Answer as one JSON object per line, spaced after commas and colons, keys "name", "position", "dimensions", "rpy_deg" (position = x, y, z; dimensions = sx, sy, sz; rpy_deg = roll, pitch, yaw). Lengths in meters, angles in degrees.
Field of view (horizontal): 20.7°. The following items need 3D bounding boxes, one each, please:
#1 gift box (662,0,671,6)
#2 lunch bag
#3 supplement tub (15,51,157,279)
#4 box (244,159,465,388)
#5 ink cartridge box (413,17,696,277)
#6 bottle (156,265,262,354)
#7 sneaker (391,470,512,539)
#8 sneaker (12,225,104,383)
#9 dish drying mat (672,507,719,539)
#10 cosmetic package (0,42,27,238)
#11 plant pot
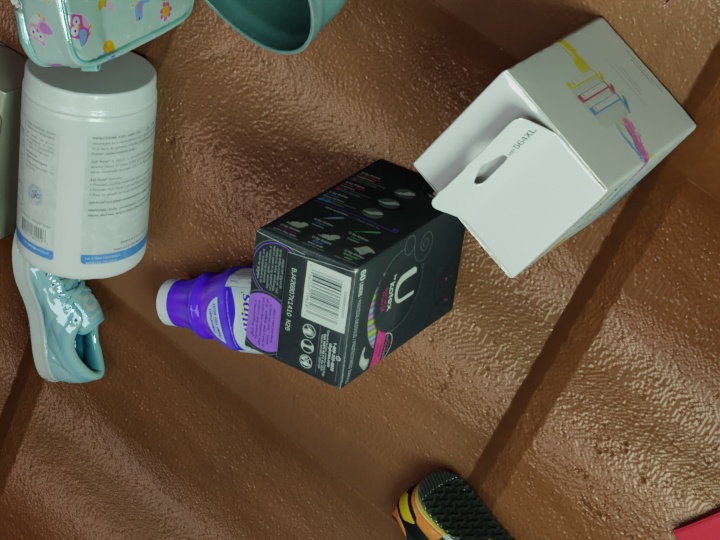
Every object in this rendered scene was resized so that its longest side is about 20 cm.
{"name": "gift box", "position": [0.262, -0.314, 1.422], "dimensions": [0.187, 0.200, 0.185], "rpy_deg": [49, 134, 4]}
{"name": "lunch bag", "position": [-0.236, -0.270, 1.776], "dimensions": [0.077, 0.200, 0.161], "rpy_deg": [10, 117, 33]}
{"name": "supplement tub", "position": [-0.267, -0.105, 1.915], "dimensions": [0.131, 0.132, 0.201], "rpy_deg": [23, 121, 24]}
{"name": "box", "position": [0.000, 0.000, 1.733], "dimensions": [0.106, 0.200, 0.123], "rpy_deg": [22, 122, 24]}
{"name": "ink cartridge box", "position": [0.152, -0.096, 1.586], "dimensions": [0.125, 0.200, 0.129], "rpy_deg": [49, 129, 6]}
{"name": "bottle", "position": [-0.108, 0.037, 1.911], "dimensions": [0.199, 0.065, 0.084], "rpy_deg": [5, 114, 33]}
{"name": "sneaker", "position": [0.106, 0.287, 1.883], "dimensions": [0.200, 0.070, 0.090], "rpy_deg": [55, 144, 2]}
{"name": "sneaker", "position": [-0.302, 0.026, 2.043], "dimensions": [0.082, 0.074, 0.201], "rpy_deg": [6, 122, 24]}
{"name": "dish drying mat", "position": [0.356, 0.302, 1.742], "dimensions": [0.077, 0.018, 0.201], "rpy_deg": [-30, 91, 38]}
{"name": "cosmetic package", "position": [-0.396, -0.132, 2.030], "dimensions": [0.103, 0.073, 0.201], "rpy_deg": [31, 126, 20]}
{"name": "plant pot", "position": [-0.065, -0.303, 1.664], "dimensions": [0.200, 0.134, 0.201], "rpy_deg": [40, 158, 20]}
